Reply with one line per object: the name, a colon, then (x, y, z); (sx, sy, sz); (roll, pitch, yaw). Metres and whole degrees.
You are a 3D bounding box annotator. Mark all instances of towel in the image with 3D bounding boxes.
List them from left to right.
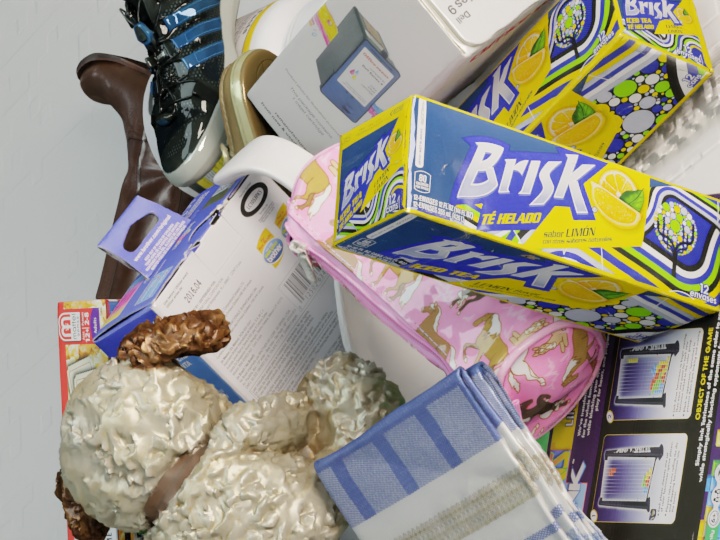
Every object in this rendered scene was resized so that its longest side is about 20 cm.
towel: (0.074, 0.155, 1.531); (0.147, 0.024, 0.201); (-36, 89, 44)

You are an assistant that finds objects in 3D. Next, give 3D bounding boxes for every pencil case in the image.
pencil case: (0.044, 0.009, 1.576); (0.200, 0.083, 0.087); (40, 97, 34)

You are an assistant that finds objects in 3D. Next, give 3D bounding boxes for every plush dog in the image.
plush dog: (-0.093, 0.120, 1.625); (0.201, 0.171, 0.160); (-59, -6, 22)

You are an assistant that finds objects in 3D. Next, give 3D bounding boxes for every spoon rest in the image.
spoon rest: (0.000, 0.000, 1.711); (0.099, 0.200, 0.061); (-46, 4, -30)

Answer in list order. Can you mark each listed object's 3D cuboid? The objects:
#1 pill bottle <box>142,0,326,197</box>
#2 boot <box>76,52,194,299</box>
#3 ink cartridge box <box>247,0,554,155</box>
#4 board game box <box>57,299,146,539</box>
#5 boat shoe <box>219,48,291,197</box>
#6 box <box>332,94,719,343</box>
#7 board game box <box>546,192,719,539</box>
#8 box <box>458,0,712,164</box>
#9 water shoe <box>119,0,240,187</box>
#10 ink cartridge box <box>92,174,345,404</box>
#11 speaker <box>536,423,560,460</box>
pill bottle: (-0.047, -0.117, 1.900); (0.200, 0.114, 0.115); (-17, 63, 54)
boot: (-0.171, -0.056, 2.124); (0.186, 0.064, 0.202); (3, 83, 60)
ink cartridge box: (0.041, -0.149, 1.702); (0.145, 0.088, 0.200); (-40, 0, -33)
board game box: (-0.115, 0.116, 1.798); (0.046, 0.151, 0.202); (-4, 88, 41)
boat shoe: (-0.055, -0.049, 1.820); (0.063, 0.201, 0.073); (2, 43, 29)
box: (0.086, -0.024, 1.461); (0.070, 0.199, 0.065); (-25, 55, 52)
board game box: (0.172, 0.063, 1.532); (0.165, 0.056, 0.202); (-5, 72, 59)
box: (0.109, -0.085, 1.666); (0.200, 0.070, 0.065); (-47, 38, 36)
water shoe: (-0.122, -0.149, 1.848); (0.071, 0.079, 0.201); (-30, 49, 48)
ink cartridge box: (-0.067, 0.033, 1.745); (0.076, 0.200, 0.137); (-27, 22, 47)
speaker: (0.080, 0.111, 1.626); (0.088, 0.088, 0.202); (2, 78, 57)
